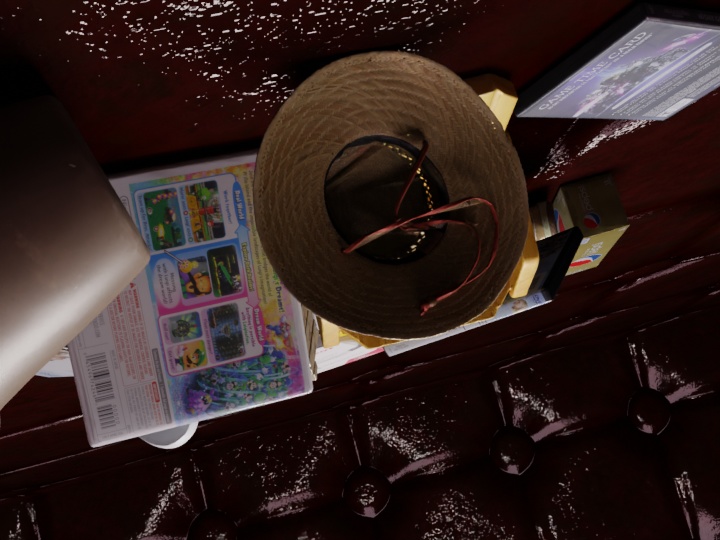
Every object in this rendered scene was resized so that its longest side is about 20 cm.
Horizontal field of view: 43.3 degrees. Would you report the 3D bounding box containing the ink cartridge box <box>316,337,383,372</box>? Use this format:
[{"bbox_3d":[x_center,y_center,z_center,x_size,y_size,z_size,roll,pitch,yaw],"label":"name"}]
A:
[{"bbox_3d":[-0.069,0.088,1.248,0.144,0.086,0.200,-20,168,17],"label":"ink cartridge box"}]

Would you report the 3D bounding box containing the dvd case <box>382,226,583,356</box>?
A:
[{"bbox_3d":[0.128,0.022,0.944,0.198,0.018,0.143,-23,-166,35],"label":"dvd case"}]

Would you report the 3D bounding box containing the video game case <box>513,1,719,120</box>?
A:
[{"bbox_3d":[0.240,-0.165,0.744,0.198,0.019,0.143,-5,162,-35],"label":"video game case"}]

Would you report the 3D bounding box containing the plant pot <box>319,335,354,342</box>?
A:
[{"bbox_3d":[0.036,0.026,1.046,0.198,0.028,0.200,-30,-167,7],"label":"plant pot"}]

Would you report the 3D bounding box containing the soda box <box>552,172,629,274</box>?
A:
[{"bbox_3d":[0.271,-0.050,1.123,0.063,0.069,0.200,-16,166,-1],"label":"soda box"}]

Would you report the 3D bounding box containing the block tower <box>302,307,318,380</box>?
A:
[{"bbox_3d":[-0.085,0.018,0.812,0.053,0.058,0.201,-5,134,11],"label":"block tower"}]

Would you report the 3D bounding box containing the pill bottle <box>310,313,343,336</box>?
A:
[{"bbox_3d":[0.000,0.000,0.914,0.198,0.116,0.114,-19,166,12],"label":"pill bottle"}]

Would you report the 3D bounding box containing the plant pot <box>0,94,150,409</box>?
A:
[{"bbox_3d":[-0.224,-0.011,0.528,0.173,0.201,0.200,-32,169,-12],"label":"plant pot"}]

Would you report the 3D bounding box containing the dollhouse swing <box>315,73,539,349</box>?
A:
[{"bbox_3d":[0.052,-0.038,0.752,0.197,0.184,0.176,-13,177,-8],"label":"dollhouse swing"}]

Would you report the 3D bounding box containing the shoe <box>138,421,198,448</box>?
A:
[{"bbox_3d":[-0.191,0.071,0.798,0.071,0.201,0.091,-36,160,-2],"label":"shoe"}]

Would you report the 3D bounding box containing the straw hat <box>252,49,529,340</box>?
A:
[{"bbox_3d":[0.014,-0.049,0.648,0.198,0.204,0.085,-12,-172,-13],"label":"straw hat"}]

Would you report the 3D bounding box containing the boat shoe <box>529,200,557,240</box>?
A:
[{"bbox_3d":[0.195,-0.033,1.116,0.075,0.073,0.200,-4,167,2],"label":"boat shoe"}]

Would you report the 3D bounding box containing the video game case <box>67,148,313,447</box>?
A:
[{"bbox_3d":[-0.137,0.020,0.697,0.180,0.203,0.024,-12,-164,-16],"label":"video game case"}]

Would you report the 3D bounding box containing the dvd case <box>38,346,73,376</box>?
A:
[{"bbox_3d":[-0.313,0.088,0.929,0.198,0.018,0.142,-6,163,33],"label":"dvd case"}]
